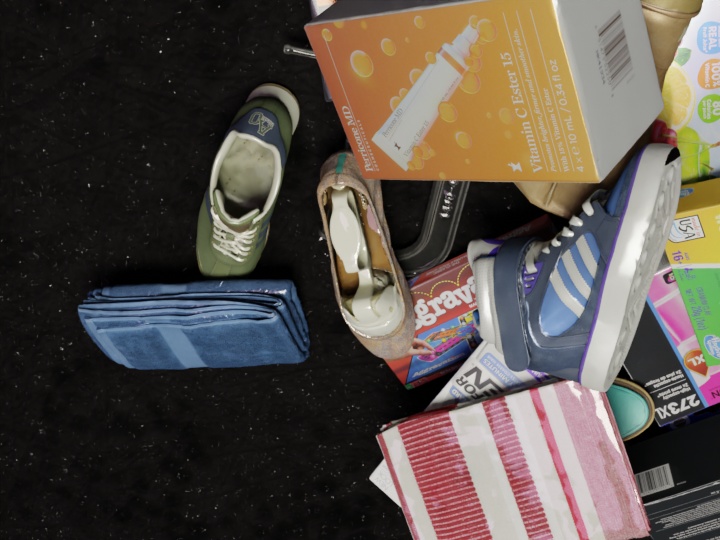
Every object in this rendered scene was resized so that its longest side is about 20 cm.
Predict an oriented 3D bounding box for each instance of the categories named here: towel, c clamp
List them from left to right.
[{"bbox_3d":[-0.150,0.056,0.918,0.198,0.049,0.112,-3,145,10],"label":"towel"},{"bbox_3d":[0.013,-0.088,0.848,0.169,0.027,0.202,6,118,0],"label":"c clamp"},{"bbox_3d":[0.125,0.173,0.828,0.198,0.023,0.145,-18,95,21],"label":"towel"}]

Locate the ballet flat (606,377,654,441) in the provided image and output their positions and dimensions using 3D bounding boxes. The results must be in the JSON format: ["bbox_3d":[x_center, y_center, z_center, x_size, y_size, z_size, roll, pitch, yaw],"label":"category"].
[{"bbox_3d":[0.173,0.134,0.916,0.198,0.063,0.069,-13,87,22],"label":"ballet flat"}]

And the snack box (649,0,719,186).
[{"bbox_3d":[0.281,-0.161,0.744,0.141,0.053,0.202,-5,117,12],"label":"snack box"}]

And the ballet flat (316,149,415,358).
[{"bbox_3d":[0.000,0.000,0.836,0.067,0.067,0.202,-11,113,14],"label":"ballet flat"}]

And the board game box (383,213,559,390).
[{"bbox_3d":[0.102,0.033,0.891,0.199,0.020,0.103,-26,118,21],"label":"board game box"}]

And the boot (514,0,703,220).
[{"bbox_3d":[0.145,-0.143,0.738,0.174,0.066,0.201,26,133,13],"label":"boot"}]

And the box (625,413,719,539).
[{"bbox_3d":[0.359,0.197,0.897,0.199,0.079,0.142,-24,121,20],"label":"box"}]

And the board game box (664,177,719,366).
[{"bbox_3d":[0.340,-0.010,0.741,0.199,0.040,0.154,-13,121,31],"label":"board game box"}]

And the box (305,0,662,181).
[{"bbox_3d":[0.081,-0.137,0.663,0.199,0.097,0.125,5,128,43],"label":"box"}]

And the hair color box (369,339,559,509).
[{"bbox_3d":[0.112,0.142,0.872,0.109,0.065,0.201,40,112,9],"label":"hair color box"}]

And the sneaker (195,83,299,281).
[{"bbox_3d":[-0.108,-0.055,0.846,0.067,0.090,0.201,20,120,-3],"label":"sneaker"}]

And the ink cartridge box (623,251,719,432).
[{"bbox_3d":[0.282,0.073,0.871,0.094,0.037,0.201,-27,118,19],"label":"ink cartridge box"}]

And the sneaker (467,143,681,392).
[{"bbox_3d":[0.147,-0.016,0.751,0.146,0.080,0.202,23,118,27],"label":"sneaker"}]

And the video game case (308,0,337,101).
[{"bbox_3d":[0.057,-0.230,0.748,0.198,0.026,0.182,-7,117,4],"label":"video game case"}]
